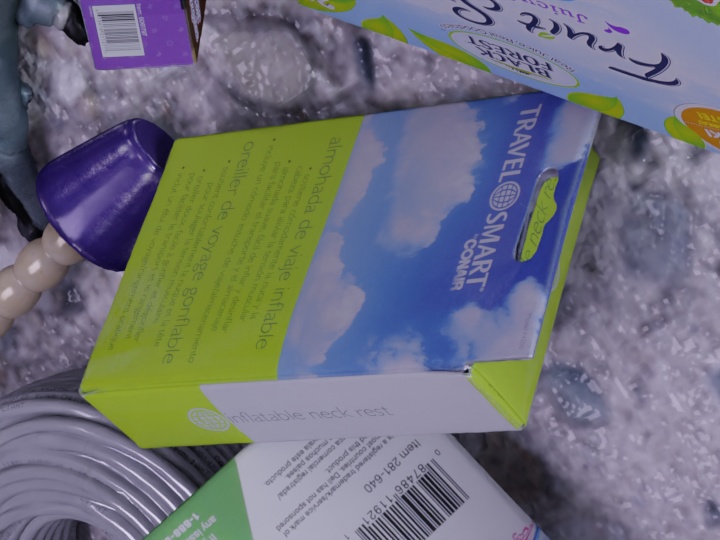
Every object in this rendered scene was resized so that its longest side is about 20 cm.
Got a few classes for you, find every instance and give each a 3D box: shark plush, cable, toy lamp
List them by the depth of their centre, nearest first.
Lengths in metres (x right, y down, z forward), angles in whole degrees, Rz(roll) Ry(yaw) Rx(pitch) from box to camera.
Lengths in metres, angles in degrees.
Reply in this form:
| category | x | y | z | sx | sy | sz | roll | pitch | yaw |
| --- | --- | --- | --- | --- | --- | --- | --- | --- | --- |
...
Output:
| category | x | y | z | sx | sy | sz | roll | pitch | yaw |
| --- | --- | --- | --- | --- | --- | --- | --- | --- | --- |
| shark plush | -0.151 | -0.102 | 0.892 | 0.083 | 0.091 | 0.201 | -5 | 105 | 3 |
| toy lamp | -0.151 | 0.011 | 0.922 | 0.200 | 0.058 | 0.058 | -41 | 85 | 20 |
| cable | -0.107 | 0.142 | 0.966 | 0.199 | 0.069 | 0.201 | 12 | 115 | 28 |

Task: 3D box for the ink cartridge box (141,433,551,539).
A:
| category | x | y | z | sx | sy | sz | roll | pitch | yaw |
| --- | --- | --- | --- | --- | --- | --- | --- | --- | --- |
| ink cartridge box | 0.012 | 0.154 | 0.836 | 0.200 | 0.145 | 0.084 | 46 | 161 | 7 |

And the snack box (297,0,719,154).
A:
| category | x | y | z | sx | sy | sz | roll | pitch | yaw |
| --- | --- | --- | --- | --- | --- | --- | --- | --- | --- |
| snack box | 0.052 | -0.119 | 0.692 | 0.200 | 0.169 | 0.068 | 24 | 77 | 23 |

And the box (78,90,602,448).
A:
| category | x | y | z | sx | sy | sz | roll | pitch | yaw |
| --- | --- | --- | --- | --- | --- | --- | --- | --- | --- |
| box | 0.000 | 0.000 | 0.802 | 0.199 | 0.122 | 0.048 | -5 | 143 | 35 |

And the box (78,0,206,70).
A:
| category | x | y | z | sx | sy | sz | roll | pitch | yaw |
| --- | --- | --- | --- | --- | --- | --- | --- | --- | --- |
| box | -0.079 | -0.187 | 0.723 | 0.039 | 0.137 | 0.200 | -2 | 135 | 5 |
